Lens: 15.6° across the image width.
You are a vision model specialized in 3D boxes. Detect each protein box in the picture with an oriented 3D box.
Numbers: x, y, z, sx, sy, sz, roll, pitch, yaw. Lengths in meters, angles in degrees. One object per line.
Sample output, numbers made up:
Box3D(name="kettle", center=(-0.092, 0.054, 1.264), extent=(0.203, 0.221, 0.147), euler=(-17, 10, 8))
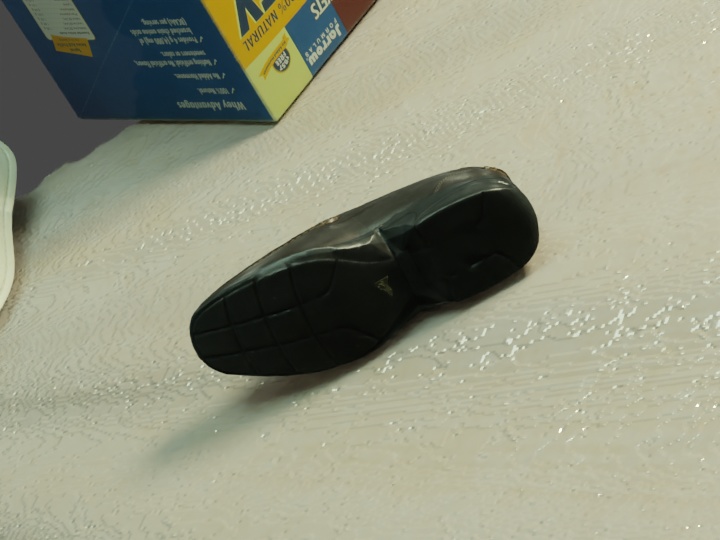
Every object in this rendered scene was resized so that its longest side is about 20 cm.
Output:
Box3D(name="protein box", center=(-0.134, -0.216, 1.731), extent=(0.198, 0.200, 0.135), euler=(3, 46, 43))

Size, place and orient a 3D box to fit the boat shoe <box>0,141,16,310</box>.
Box3D(name="boat shoe", center=(-0.263, -0.003, 1.701), extent=(0.200, 0.073, 0.062), euler=(-85, 16, -45))

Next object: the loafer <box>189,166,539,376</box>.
Box3D(name="loafer", center=(0.000, 0.000, 1.451), extent=(0.200, 0.073, 0.072), euler=(-20, 23, 1))
